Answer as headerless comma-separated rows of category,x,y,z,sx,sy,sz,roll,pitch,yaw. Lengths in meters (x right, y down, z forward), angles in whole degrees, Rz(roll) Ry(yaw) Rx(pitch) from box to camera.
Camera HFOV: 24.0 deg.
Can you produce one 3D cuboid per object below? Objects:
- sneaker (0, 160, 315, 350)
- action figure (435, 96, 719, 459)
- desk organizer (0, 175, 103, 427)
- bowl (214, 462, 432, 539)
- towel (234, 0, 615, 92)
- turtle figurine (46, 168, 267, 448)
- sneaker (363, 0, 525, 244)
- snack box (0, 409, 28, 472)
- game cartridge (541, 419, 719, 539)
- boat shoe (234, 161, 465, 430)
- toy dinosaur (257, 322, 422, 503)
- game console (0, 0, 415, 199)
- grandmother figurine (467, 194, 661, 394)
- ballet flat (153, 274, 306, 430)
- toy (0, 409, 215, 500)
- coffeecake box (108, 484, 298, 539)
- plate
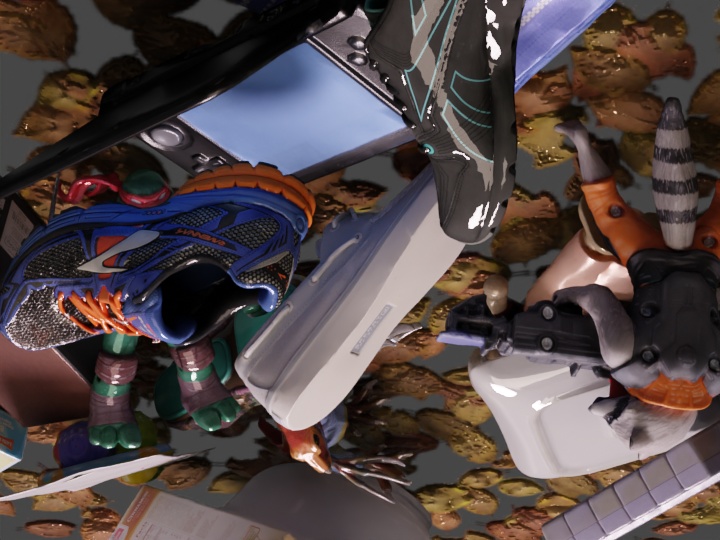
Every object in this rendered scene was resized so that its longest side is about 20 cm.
sneaker,-0.118,0.005,0.913,0.199,0.079,0.075,-21,137,25
action figure,0.146,0.008,0.947,0.199,0.195,0.105,0,173,-7
desk organizer,-0.229,0.020,1.086,0.077,0.072,0.200,-11,141,21
bowl,-0.008,0.201,1.262,0.200,0.091,0.201,30,161,12
towel,0.023,-0.154,0.883,0.199,0.024,0.145,25,136,-26
turtle figurine,-0.128,0.012,1.041,0.149,0.101,0.201,-1,125,-1
sneaker,0.041,-0.105,0.833,0.079,0.076,0.201,0,122,0
snack box,-0.357,0.106,1.232,0.116,0.037,0.200,-30,132,35
game cartridge,0.212,0.117,1.046,0.129,0.039,0.200,-33,170,38
boat shoe,0.000,0.000,1.009,0.200,0.068,0.072,-55,155,8
toy dinosaur,-0.032,0.112,1.117,0.199,0.106,0.181,-20,160,29
game console,-0.067,-0.066,0.902,0.199,0.117,0.176,-18,140,41
grandmother figurine,0.130,0.029,1.091,0.121,0.061,0.200,28,141,-10
ballet flat,-0.065,0.057,1.139,0.071,0.069,0.200,7,151,-36
toy,-0.177,0.125,1.181,0.115,0.047,0.200,-16,170,4
coffeecake box,-0.075,0.237,1.208,0.153,0.073,0.200,43,159,-30
plate,0.186,0.084,1.120,0.199,0.032,0.200,-18,151,7
